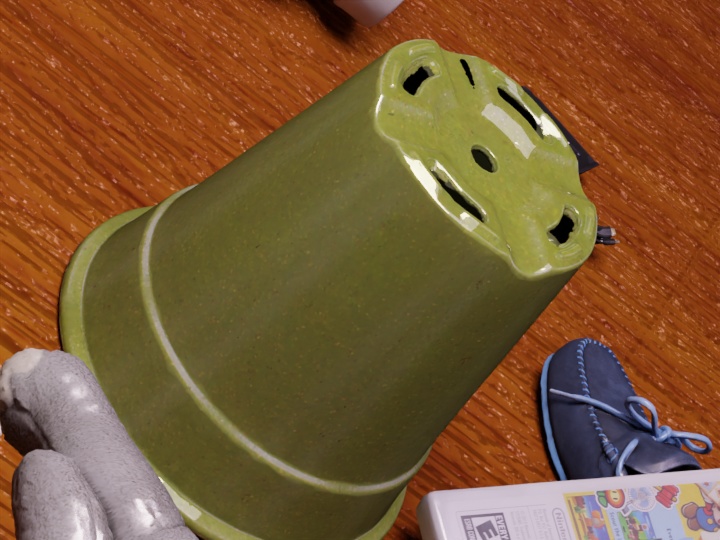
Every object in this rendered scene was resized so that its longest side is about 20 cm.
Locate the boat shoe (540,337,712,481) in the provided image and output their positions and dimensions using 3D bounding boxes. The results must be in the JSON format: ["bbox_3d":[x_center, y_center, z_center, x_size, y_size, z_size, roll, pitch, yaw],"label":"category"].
[{"bbox_3d":[0.158,0.118,1.039,0.084,0.069,0.200,9,50,-42],"label":"boat shoe"}]

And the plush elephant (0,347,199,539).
[{"bbox_3d":[-0.112,0.156,0.660,0.155,0.165,0.200,-26,35,-19],"label":"plush elephant"}]

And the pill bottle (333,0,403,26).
[{"bbox_3d":[-0.044,-0.237,1.127,0.200,0.120,0.120,38,36,-15],"label":"pill bottle"}]

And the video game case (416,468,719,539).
[{"bbox_3d":[0.132,0.191,0.919,0.182,0.023,0.200,-2,60,-24],"label":"video game case"}]

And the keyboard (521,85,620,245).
[{"bbox_3d":[0.085,-0.049,1.170,0.127,0.021,0.200,50,35,13],"label":"keyboard"}]

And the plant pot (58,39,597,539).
[{"bbox_3d":[0.000,0.000,0.879,0.200,0.190,0.200,29,38,-25],"label":"plant pot"}]
